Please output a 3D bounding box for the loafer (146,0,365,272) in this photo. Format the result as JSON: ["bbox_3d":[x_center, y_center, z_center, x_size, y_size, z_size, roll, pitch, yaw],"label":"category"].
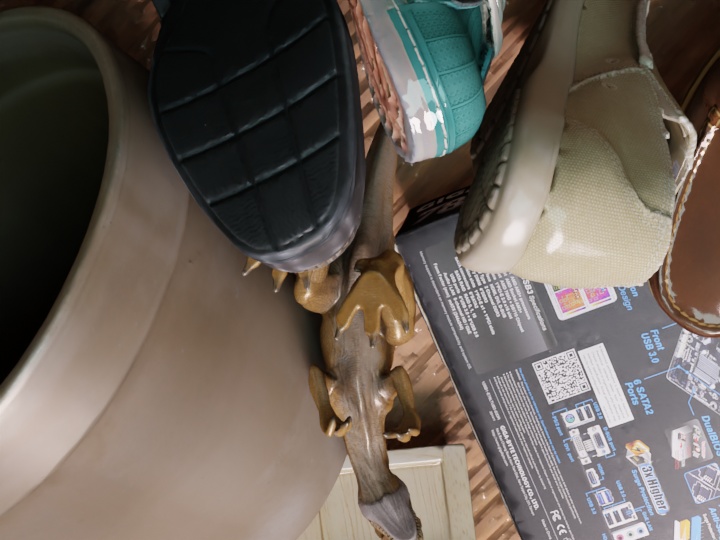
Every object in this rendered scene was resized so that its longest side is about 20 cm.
[{"bbox_3d":[-0.033,-0.073,0.887,0.073,0.200,0.072,-24,141,11],"label":"loafer"}]

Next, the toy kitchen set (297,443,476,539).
[{"bbox_3d":[-0.036,0.192,1.084,0.163,0.180,0.201,-4,76,-9],"label":"toy kitchen set"}]

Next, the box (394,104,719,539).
[{"bbox_3d":[0.141,0.037,0.997,0.198,0.050,0.200,-22,100,14],"label":"box"}]

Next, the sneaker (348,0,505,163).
[{"bbox_3d":[0.030,-0.121,0.870,0.080,0.200,0.071,-11,138,1],"label":"sneaker"}]

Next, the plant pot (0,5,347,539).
[{"bbox_3d":[-0.099,0.030,0.948,0.200,0.200,0.173,-45,130,14],"label":"plant pot"}]

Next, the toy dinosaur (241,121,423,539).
[{"bbox_3d":[0.000,0.000,0.936,0.060,0.106,0.201,3,80,12],"label":"toy dinosaur"}]

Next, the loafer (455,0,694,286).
[{"bbox_3d":[0.080,-0.045,0.903,0.068,0.200,0.076,27,120,-3],"label":"loafer"}]

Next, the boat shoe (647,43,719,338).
[{"bbox_3d":[0.158,-0.062,0.908,0.072,0.068,0.200,29,107,1],"label":"boat shoe"}]
